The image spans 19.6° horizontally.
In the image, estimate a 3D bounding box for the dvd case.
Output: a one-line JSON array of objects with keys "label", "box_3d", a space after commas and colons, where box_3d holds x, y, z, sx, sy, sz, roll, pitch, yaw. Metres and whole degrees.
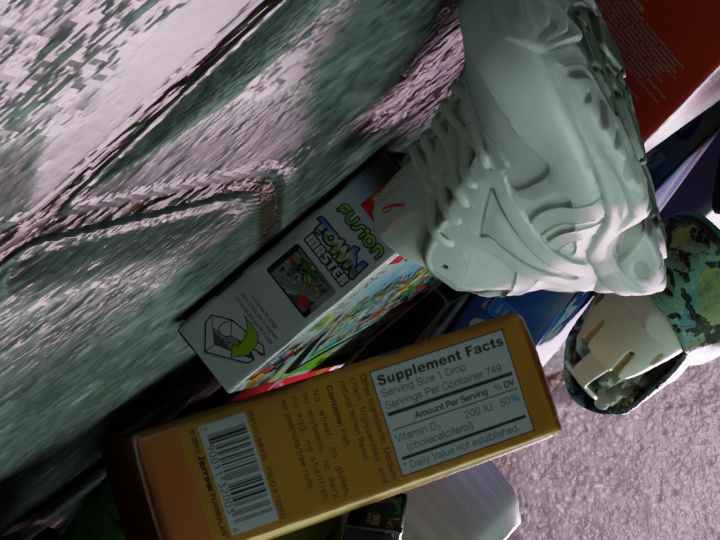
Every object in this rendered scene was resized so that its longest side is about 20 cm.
[{"label": "dvd case", "box_3d": [0.001, 0.069, 1.105, 0.200, 0.025, 0.150, -49, 172, 19]}]

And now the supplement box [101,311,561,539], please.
[{"label": "supplement box", "box_3d": [-0.012, 0.078, 0.960, 0.200, 0.069, 0.067, -15, 177, -22]}]

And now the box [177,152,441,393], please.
[{"label": "box", "box_3d": [0.000, 0.000, 0.898, 0.110, 0.035, 0.200, -40, 173, 11]}]

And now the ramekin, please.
[{"label": "ramekin", "box_3d": [0.003, 0.164, 1.156, 0.202, 0.094, 0.202, -46, 173, -7]}]

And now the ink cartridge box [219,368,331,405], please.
[{"label": "ink cartridge box", "box_3d": [-0.061, 0.099, 1.182, 0.176, 0.045, 0.200, -37, 172, -3]}]

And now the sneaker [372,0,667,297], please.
[{"label": "sneaker", "box_3d": [0.049, -0.032, 0.719, 0.099, 0.078, 0.200, -15, 153, 8]}]

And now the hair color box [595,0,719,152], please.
[{"label": "hair color box", "box_3d": [0.147, -0.120, 0.764, 0.111, 0.064, 0.200, -34, 171, -27]}]

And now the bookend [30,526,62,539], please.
[{"label": "bookend", "box_3d": [-0.171, 0.274, 1.061, 0.200, 0.199, 0.092, -38, 152, 3]}]

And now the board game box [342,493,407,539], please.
[{"label": "board game box", "box_3d": [-0.004, 0.212, 0.997, 0.135, 0.028, 0.200, -38, 135, -87]}]

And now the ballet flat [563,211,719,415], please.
[{"label": "ballet flat", "box_3d": [0.137, 0.031, 1.028, 0.074, 0.074, 0.200, -37, 166, -12]}]

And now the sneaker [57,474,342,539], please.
[{"label": "sneaker", "box_3d": [-0.110, 0.134, 1.013, 0.200, 0.084, 0.074, -17, 149, -10]}]

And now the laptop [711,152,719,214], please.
[{"label": "laptop", "box_3d": [0.243, -0.113, 0.937, 0.187, 0.116, 0.200, -64, 164, -87]}]

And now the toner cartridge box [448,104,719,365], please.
[{"label": "toner cartridge box", "box_3d": [0.103, -0.006, 1.050, 0.095, 0.043, 0.200, -42, 168, -42]}]

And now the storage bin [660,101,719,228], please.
[{"label": "storage bin", "box_3d": [0.239, -0.091, 1.153, 0.134, 0.146, 0.200, -20, 163, -37]}]
